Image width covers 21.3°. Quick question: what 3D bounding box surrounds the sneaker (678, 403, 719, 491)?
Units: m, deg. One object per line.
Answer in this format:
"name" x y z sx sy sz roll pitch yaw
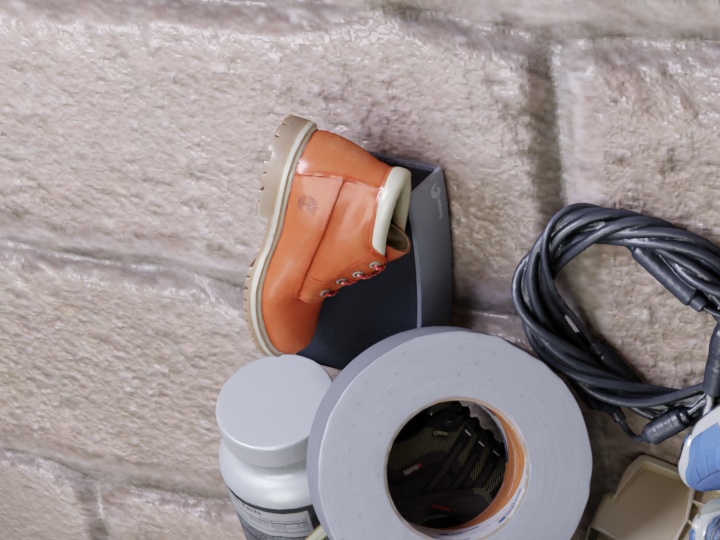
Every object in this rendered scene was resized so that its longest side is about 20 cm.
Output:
"sneaker" 0.308 0.127 1.326 0.200 0.077 0.076 -19 138 36

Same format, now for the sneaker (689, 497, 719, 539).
"sneaker" 0.336 0.200 1.340 0.200 0.085 0.077 -2 92 -1

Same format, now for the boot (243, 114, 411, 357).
"boot" -0.022 -0.007 1.360 0.107 0.075 0.200 19 130 9

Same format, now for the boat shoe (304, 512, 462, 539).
"boat shoe" 0.021 0.214 1.484 0.065 0.200 0.073 36 146 35

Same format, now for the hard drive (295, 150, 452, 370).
"hard drive" 0.000 0.000 1.430 0.135 0.042 0.200 14 132 19

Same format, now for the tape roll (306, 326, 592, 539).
"tape roll" 0.063 0.141 1.383 0.200 0.200 0.066 41 176 -7

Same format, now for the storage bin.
"storage bin" 0.261 0.267 1.476 0.198 0.094 0.200 22 134 12

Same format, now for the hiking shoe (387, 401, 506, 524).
"hiking shoe" 0.079 0.138 1.450 0.200 0.076 0.101 0 95 -18

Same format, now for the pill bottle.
"pill bottle" -0.048 0.166 1.524 0.116 0.116 0.200 10 140 22

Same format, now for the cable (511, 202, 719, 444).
"cable" 0.198 0.035 1.346 0.163 0.051 0.200 -19 115 38
